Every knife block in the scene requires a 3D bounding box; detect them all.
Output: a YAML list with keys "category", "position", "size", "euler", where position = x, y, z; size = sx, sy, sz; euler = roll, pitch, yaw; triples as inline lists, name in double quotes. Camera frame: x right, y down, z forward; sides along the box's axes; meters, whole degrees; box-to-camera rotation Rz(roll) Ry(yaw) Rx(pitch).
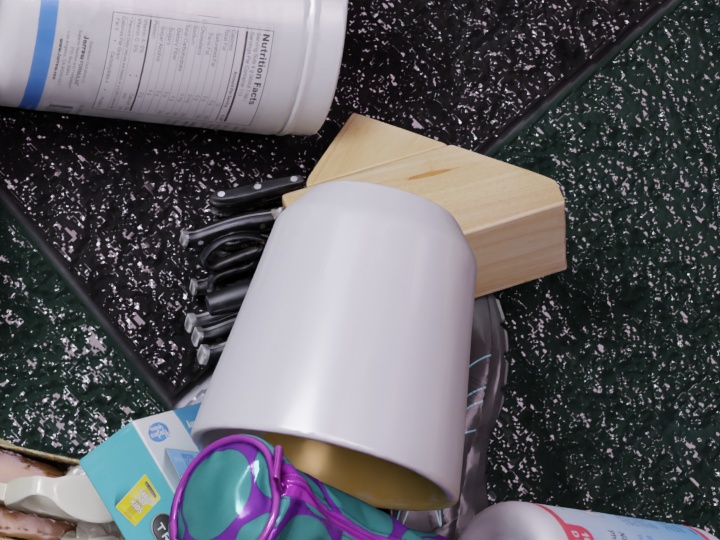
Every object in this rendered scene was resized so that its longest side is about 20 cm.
- category: "knife block"
  position: [0.000, 0.000, 1.717]
  size: [0.199, 0.064, 0.176]
  euler: [19, 56, 20]

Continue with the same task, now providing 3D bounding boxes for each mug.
- category: "mug"
  position: [-0.006, 0.041, 1.623]
  size: [0.149, 0.187, 0.154]
  euler: [14, 75, -5]

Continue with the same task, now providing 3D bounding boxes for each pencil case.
- category: "pencil case"
  position: [-0.007, 0.158, 1.582]
  size: [0.200, 0.092, 0.085]
  euler: [29, 45, -38]

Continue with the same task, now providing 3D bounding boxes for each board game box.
- category: "board game box"
  position: [-0.054, 0.169, 1.651]
  size: [0.200, 0.047, 0.151]
  euler: [58, 26, 10]

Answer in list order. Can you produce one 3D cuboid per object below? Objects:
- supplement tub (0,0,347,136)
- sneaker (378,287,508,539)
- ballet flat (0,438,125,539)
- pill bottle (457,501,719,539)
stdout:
- category: "supplement tub"
  position: [-0.118, -0.151, 1.723]
  size: [0.199, 0.132, 0.133]
  euler: [5, 76, -14]
- category: "sneaker"
  position: [0.041, 0.093, 1.739]
  size: [0.079, 0.075, 0.201]
  euler: [9, 75, -11]
- category: "ballet flat"
  position: [-0.203, 0.125, 1.670]
  size: [0.199, 0.071, 0.071]
  euler: [14, 74, -11]
- category: "pill bottle"
  position: [0.154, 0.197, 1.705]
  size: [0.199, 0.109, 0.109]
  euler: [11, 73, -35]
